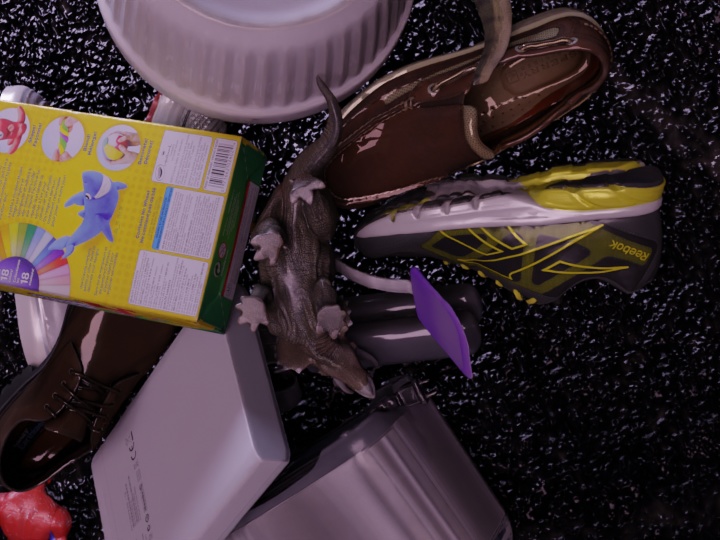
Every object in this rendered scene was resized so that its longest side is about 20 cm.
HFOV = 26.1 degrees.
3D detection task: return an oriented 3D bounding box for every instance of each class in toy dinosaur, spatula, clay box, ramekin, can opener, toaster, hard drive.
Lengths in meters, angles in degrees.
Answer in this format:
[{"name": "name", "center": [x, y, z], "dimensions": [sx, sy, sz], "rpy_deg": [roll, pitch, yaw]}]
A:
[{"name": "toy dinosaur", "center": [-0.038, -0.012, 0.924], "dimensions": [0.077, 0.102, 0.200], "rpy_deg": [-9, 96, -1]}, {"name": "spatula", "center": [0.000, 0.000, 0.976], "dimensions": [0.200, 0.057, 0.021], "rpy_deg": [32, 60, 33]}, {"name": "clay box", "center": [-0.166, -0.036, 0.947], "dimensions": [0.200, 0.048, 0.115], "rpy_deg": [11, 82, 21]}, {"name": "ramekin", "center": [-0.061, -0.197, 0.919], "dimensions": [0.200, 0.105, 0.200], "rpy_deg": [1, 76, -5]}, {"name": "toy dinosaur", "center": [0.085, -0.209, 0.940], "dimensions": [0.088, 0.047, 0.200], "rpy_deg": [-19, 67, 11]}, {"name": "can opener", "center": [-0.016, 0.055, 1.023], "dimensions": [0.200, 0.053, 0.067], "rpy_deg": [-7, 129, 13]}, {"name": "toaster", "center": [0.006, 0.159, 0.985], "dimensions": [0.200, 0.114, 0.129], "rpy_deg": [-35, 94, 27]}, {"name": "hard drive", "center": [-0.113, 0.119, 0.981], "dimensions": [0.200, 0.027, 0.132], "rpy_deg": [-52, 42, 39]}]

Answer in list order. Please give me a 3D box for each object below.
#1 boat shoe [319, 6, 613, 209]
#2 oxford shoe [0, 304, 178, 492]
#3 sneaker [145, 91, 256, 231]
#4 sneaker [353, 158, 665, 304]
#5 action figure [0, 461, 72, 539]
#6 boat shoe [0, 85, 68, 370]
[{"name": "boat shoe", "center": [0.059, -0.095, 0.946], "dimensions": [0.202, 0.075, 0.075], "rpy_deg": [-31, 114, 9]}, {"name": "oxford shoe", "center": [-0.169, 0.069, 0.991], "dimensions": [0.073, 0.084, 0.200], "rpy_deg": [28, 114, -23]}, {"name": "sneaker", "center": [-0.100, -0.063, 1.010], "dimensions": [0.082, 0.078, 0.200], "rpy_deg": [18, 111, 5]}, {"name": "sneaker", "center": [0.093, -0.015, 0.968], "dimensions": [0.200, 0.074, 0.085], "rpy_deg": [-5, 107, 19]}, {"name": "action figure", "center": [-0.238, 0.217, 1.086], "dimensions": [0.065, 0.052, 0.200], "rpy_deg": [16, 108, 5]}, {"name": "boat shoe", "center": [-0.198, -0.025, 1.035], "dimensions": [0.068, 0.072, 0.200], "rpy_deg": [-5, 95, 4]}]
